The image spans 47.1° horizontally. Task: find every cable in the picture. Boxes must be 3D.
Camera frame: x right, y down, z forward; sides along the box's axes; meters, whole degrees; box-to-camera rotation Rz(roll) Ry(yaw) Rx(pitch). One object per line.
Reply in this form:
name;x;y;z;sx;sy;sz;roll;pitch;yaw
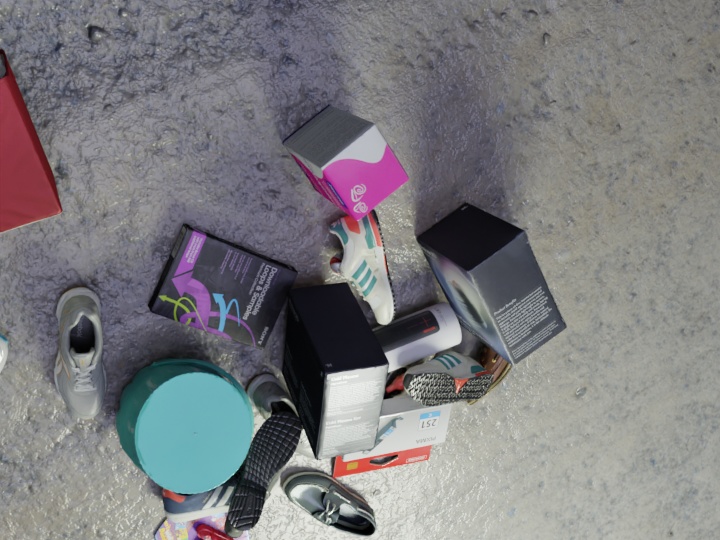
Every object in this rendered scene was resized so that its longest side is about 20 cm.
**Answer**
cable;0.035;0.232;1.459;0.199;0.050;0.098;-28;116;-14

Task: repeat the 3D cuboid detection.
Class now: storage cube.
storage cube;-0.493;-0.153;1.037;0.169;0.200;0.181;-22;121;-15

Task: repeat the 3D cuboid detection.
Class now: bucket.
bucket;-0.265;0.236;1.261;0.205;0.135;0.210;0;89;-24

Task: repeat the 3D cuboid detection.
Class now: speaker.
speaker;0.072;0.123;1.424;0.198;0.081;0.082;-19;113;-15

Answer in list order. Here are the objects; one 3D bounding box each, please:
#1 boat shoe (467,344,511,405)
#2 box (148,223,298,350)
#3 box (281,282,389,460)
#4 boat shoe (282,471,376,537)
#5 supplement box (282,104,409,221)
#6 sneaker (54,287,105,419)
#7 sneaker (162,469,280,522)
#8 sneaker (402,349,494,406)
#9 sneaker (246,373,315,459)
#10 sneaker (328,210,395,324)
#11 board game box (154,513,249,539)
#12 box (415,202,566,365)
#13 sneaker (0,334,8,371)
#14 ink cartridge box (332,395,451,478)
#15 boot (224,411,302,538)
boat shoe;0.252;0.160;1.526;0.067;0.072;0.201;40;98;5
box;-0.213;0.029;1.300;0.199;0.036;0.144;21;98;-28
box;-0.045;0.154;1.292;0.103;0.201;0.184;-8;129;-19
boat shoe;-0.049;0.422;1.480;0.199;0.062;0.073;33;95;-27
supplement box;-0.026;-0.164;1.221;0.103;0.200;0.102;-39;117;-6
sneaker;-0.411;0.134;1.210;0.075;0.092;0.202;-6;110;-20
sneaker;-0.231;0.351;1.374;0.198;0.075;0.085;-13;113;-19
sneaker;0.138;0.180;1.446;0.198;0.093;0.071;4;118;-37
sneaker;-0.112;0.264;1.386;0.076;0.092;0.200;-44;119;-4
sneaker;0.000;0.000;1.362;0.092;0.070;0.202;-11;114;1
board game box;-0.264;0.492;1.425;0.156;0.039;0.202;-13;111;-19
box;0.214;0.018;1.383;0.123;0.200;0.200;-33;115;-9
sneaker;-0.576;0.170;1.168;0.200;0.081;0.077;-47;116;-4
ink cartridge box;0.055;0.304;1.468;0.198;0.045;0.178;-6;125;-19
boot;-0.165;0.323;1.314;0.067;0.131;0.201;28;67;-4
